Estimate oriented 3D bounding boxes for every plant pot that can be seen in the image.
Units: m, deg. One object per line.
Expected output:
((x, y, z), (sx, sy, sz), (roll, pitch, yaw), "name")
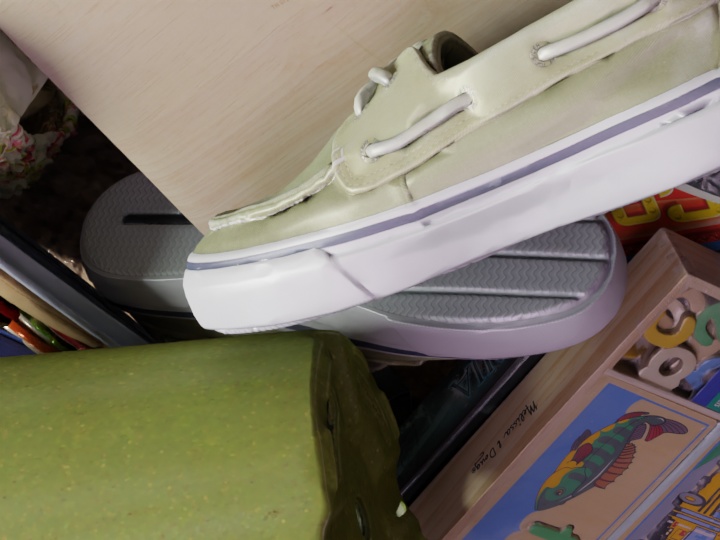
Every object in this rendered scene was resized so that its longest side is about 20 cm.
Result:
((-0.080, 0.100, 0.738), (0.189, 0.201, 0.201), (-14, 126, 11), "plant pot")

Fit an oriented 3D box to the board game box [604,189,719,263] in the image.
((0.031, -0.087, 0.765), (0.199, 0.056, 0.196), (-10, 126, 29), "board game box")

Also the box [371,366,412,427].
((-0.049, 0.141, 0.943), (0.044, 0.160, 0.201), (44, 152, 41), "box")

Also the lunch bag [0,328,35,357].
((-0.163, 0.110, 0.974), (0.135, 0.132, 0.201), (22, 137, 28), "lunch bag")

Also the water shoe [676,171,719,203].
((0.164, -0.059, 0.697), (0.198, 0.079, 0.072), (3, 110, 2), "water shoe")

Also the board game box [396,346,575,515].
((0.058, 0.094, 0.851), (0.135, 0.028, 0.200), (21, 121, -34), "board game box")

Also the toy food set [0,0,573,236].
((-0.027, -0.108, 0.697), (0.199, 0.061, 0.144), (-31, 115, 30), "toy food set")

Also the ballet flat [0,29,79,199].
((-0.133, -0.067, 0.783), (0.064, 0.200, 0.076), (-38, 92, -2), "ballet flat")

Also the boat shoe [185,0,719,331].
((0.031, -0.037, 0.658), (0.199, 0.072, 0.062), (-21, 94, 25), "boat shoe")

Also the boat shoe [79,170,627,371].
((0.000, 0.000, 0.781), (0.199, 0.072, 0.062), (6, 151, 26), "boat shoe")

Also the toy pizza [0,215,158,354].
((-0.148, -0.009, 0.838), (0.200, 0.032, 0.200), (37, 177, 2), "toy pizza")

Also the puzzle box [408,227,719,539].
((0.094, 0.082, 0.816), (0.133, 0.025, 0.200), (21, 121, -35), "puzzle box")
